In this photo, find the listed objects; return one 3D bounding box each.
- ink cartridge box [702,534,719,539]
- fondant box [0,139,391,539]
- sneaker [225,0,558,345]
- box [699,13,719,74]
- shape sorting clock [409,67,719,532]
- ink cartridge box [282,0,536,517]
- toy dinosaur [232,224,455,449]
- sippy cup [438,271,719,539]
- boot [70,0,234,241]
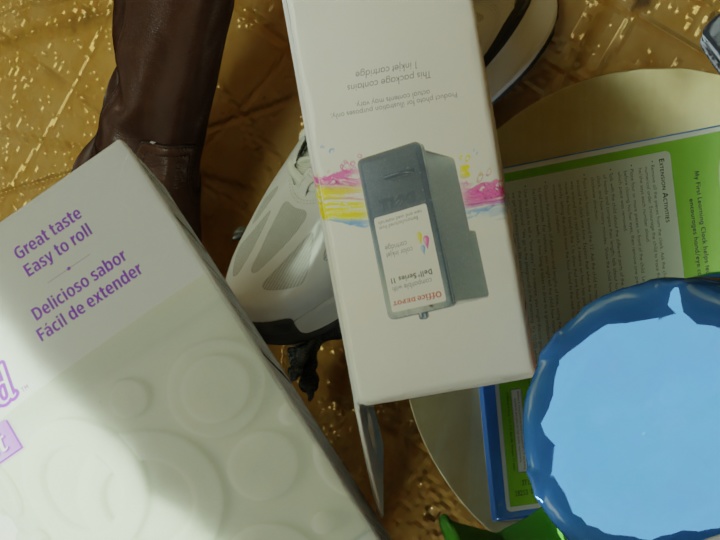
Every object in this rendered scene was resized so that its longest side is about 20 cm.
[{"bbox_3d":[0.137,0.162,0.830,0.200,0.196,0.043,-24,40,31],"label":"ink cartridge box"},{"bbox_3d":[-0.087,0.077,0.880,0.144,0.058,0.200,-34,68,1],"label":"fondant box"},{"bbox_3d":[-0.009,-0.075,0.995,0.076,0.115,0.201,22,71,40],"label":"sneaker"},{"bbox_3d":[0.240,-0.020,0.783,0.124,0.200,0.197,-45,58,19],"label":"box"},{"bbox_3d":[0.110,0.021,0.962,0.199,0.039,0.201,-5,80,26],"label":"shape sorting clock"},{"bbox_3d":[0.020,-0.024,0.903,0.067,0.117,0.201,-9,100,2],"label":"ink cartridge box"},{"bbox_3d":[0.000,0.000,1.058,0.088,0.047,0.201,-24,66,15],"label":"toy dinosaur"},{"bbox_3d":[0.119,0.059,0.855,0.139,0.130,0.178,29,93,23],"label":"sippy cup"},{"bbox_3d":[-0.079,-0.057,1.050,0.187,0.064,0.200,-118,37,-46],"label":"boot"}]
